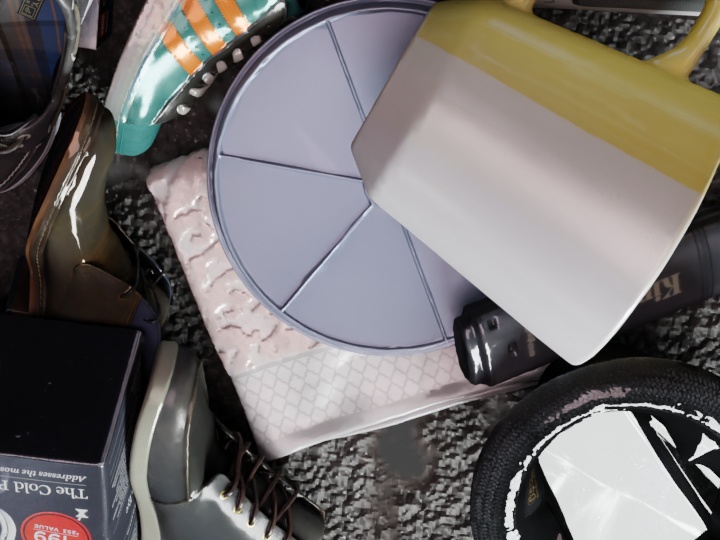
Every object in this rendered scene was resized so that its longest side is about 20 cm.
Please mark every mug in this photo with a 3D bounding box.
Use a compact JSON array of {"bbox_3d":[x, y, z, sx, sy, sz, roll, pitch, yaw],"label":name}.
[{"bbox_3d":[0.088,-0.071,0.896,0.152,0.188,0.150,30,153,-2],"label":"mug"}]

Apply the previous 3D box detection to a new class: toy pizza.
[{"bbox_3d":[0.016,-0.050,0.981,0.198,0.032,0.203,1,109,3],"label":"toy pizza"}]

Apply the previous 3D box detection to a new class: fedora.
[{"bbox_3d":[0.149,0.112,1.019,0.198,0.092,0.202,-1,125,-1],"label":"fedora"}]

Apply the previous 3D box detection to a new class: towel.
[{"bbox_3d":[0.000,0.000,1.033,0.198,0.032,0.193,-17,107,9],"label":"towel"}]

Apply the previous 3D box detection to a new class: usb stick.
[{"bbox_3d":[0.145,0.009,0.986,0.198,0.033,0.056,-21,133,-10],"label":"usb stick"}]

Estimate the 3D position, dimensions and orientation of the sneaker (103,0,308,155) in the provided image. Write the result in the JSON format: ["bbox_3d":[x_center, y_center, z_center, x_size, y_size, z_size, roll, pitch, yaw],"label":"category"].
[{"bbox_3d":[-0.075,-0.137,0.969,0.079,0.072,0.201,26,114,-10],"label":"sneaker"}]

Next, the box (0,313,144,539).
[{"bbox_3d":[-0.225,0.122,1.026,0.197,0.105,0.183,6,133,3],"label":"box"}]

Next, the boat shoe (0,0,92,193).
[{"bbox_3d":[-0.185,-0.099,0.959,0.069,0.067,0.200,24,135,-13],"label":"boat shoe"}]

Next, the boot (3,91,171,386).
[{"bbox_3d":[-0.139,-0.012,1.010,0.096,0.075,0.201,15,134,-11],"label":"boot"}]

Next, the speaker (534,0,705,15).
[{"bbox_3d":[0.170,-0.172,0.932,0.197,0.081,0.082,4,110,3],"label":"speaker"}]

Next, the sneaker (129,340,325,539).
[{"bbox_3d":[-0.071,0.116,1.033,0.105,0.075,0.201,8,139,5],"label":"sneaker"}]

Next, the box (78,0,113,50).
[{"bbox_3d":[-0.195,-0.228,0.964,0.135,0.038,0.202,8,110,2],"label":"box"}]
